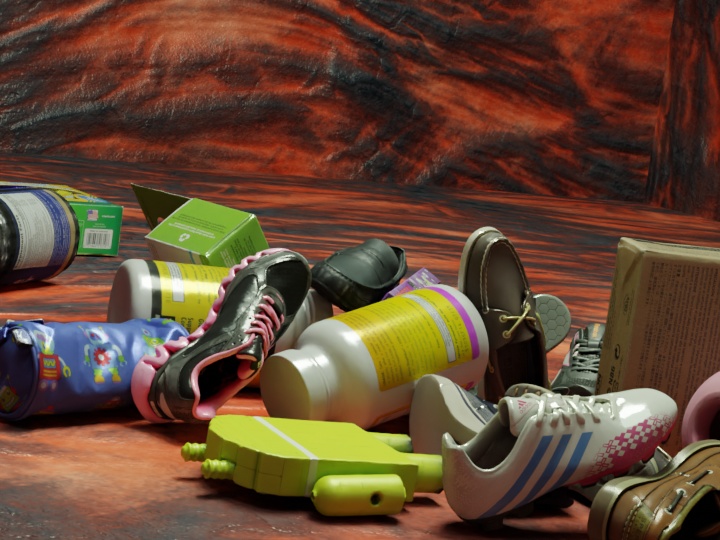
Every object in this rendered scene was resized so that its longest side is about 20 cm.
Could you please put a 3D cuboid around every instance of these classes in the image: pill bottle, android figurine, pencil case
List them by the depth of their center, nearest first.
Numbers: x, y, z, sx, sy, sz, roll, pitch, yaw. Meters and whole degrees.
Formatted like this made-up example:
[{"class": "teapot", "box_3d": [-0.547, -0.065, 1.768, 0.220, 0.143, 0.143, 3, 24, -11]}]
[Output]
[{"class": "android figurine", "box_3d": [-0.038, 0.148, 1.429, 0.200, 0.041, 0.182, 4, 9, -28]}, {"class": "pencil case", "box_3d": [-0.231, 0.079, 1.567, 0.078, 0.087, 0.200, -29, -18, 37]}, {"class": "pill bottle", "box_3d": [0.011, 0.084, 1.632, 0.200, 0.104, 0.104, -17, 22, -37]}, {"class": "pill bottle", "box_3d": [-0.132, 0.053, 1.740, 0.200, 0.113, 0.112, 5, 9, -20]}, {"class": "pill bottle", "box_3d": [-0.417, -0.037, 2.086, 0.112, 0.112, 0.200, 12, 9, 24]}]

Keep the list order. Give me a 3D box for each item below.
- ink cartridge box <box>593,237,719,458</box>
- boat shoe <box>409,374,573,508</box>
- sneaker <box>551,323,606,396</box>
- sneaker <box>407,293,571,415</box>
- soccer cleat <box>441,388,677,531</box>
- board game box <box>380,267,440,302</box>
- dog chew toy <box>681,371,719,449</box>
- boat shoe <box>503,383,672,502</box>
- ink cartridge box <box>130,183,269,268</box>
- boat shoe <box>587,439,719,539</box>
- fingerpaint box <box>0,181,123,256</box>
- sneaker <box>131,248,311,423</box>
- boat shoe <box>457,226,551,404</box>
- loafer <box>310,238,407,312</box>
[{"class": "ink cartridge box", "box_3d": [0.307, 0.079, 1.676, 0.165, 0.200, 0.075, 7, 9, -12]}, {"class": "boat shoe", "box_3d": [0.110, 0.146, 1.523, 0.093, 0.075, 0.200, 11, 15, -20]}, {"class": "sneaker", "box_3d": [0.231, 0.098, 1.871, 0.080, 0.086, 0.200, 8, 9, 9]}, {"class": "sneaker", "box_3d": [0.100, 0.099, 1.804, 0.202, 0.077, 0.146, -22, -9, -17]}, {"class": "soccer cleat", "box_3d": [0.151, 0.123, 1.390, 0.200, 0.086, 0.070, -24, 24, -17]}, {"class": "board game box", "box_3d": [0.020, 0.061, 1.823, 0.032, 0.120, 0.200, 43, 12, 4]}, {"class": "dog chew toy", "box_3d": [0.369, 0.147, 1.583, 0.200, 0.125, 0.124, 11, 4, -41]}, {"class": "boat shoe", "box_3d": [0.192, 0.155, 1.550, 0.073, 0.075, 0.200, 14, 12, -37]}, {"class": "ink cartridge box", "box_3d": [-0.172, 0.003, 1.891, 0.200, 0.148, 0.076, 15, 47, 43]}, {"class": "boat shoe", "box_3d": [0.254, 0.184, 1.404, 0.068, 0.072, 0.200, 19, 23, 37]}, {"class": "fingerpaint box", "box_3d": [-0.442, -0.072, 2.433, 0.200, 0.073, 0.167, 2, 10, -36]}, {"class": "sneaker", "box_3d": [-0.100, 0.060, 1.564, 0.200, 0.079, 0.095, -48, 30, -24]}, {"class": "boat shoe", "box_3d": [0.137, 0.058, 1.686, 0.072, 0.200, 0.060, -18, 21, -27]}, {"class": "loafer", "box_3d": [0.000, 0.000, 1.767, 0.068, 0.070, 0.201, 37, 9, 11]}]
